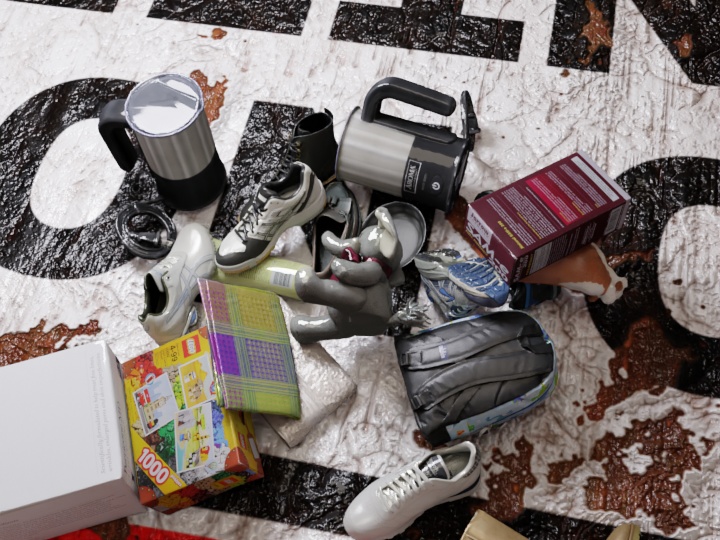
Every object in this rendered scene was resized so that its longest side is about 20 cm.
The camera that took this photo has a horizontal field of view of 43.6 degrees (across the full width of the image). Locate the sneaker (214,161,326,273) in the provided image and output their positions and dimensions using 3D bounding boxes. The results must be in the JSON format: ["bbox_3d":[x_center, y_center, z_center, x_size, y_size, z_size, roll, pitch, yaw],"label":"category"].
[{"bbox_3d":[-0.144,-0.084,1.321,0.199,0.088,0.075,-42,52,-12],"label":"sneaker"}]

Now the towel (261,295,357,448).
[{"bbox_3d":[-0.111,0.136,1.271,0.132,0.035,0.200,-39,64,-16],"label":"towel"}]

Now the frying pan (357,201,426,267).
[{"bbox_3d":[0.039,-0.013,1.338,0.113,0.031,0.194,3,68,29],"label":"frying pan"}]

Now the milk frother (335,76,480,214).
[{"bbox_3d":[0.083,-0.204,1.398,0.184,0.200,0.185,18,104,10],"label":"milk frother"}]

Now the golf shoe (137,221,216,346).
[{"bbox_3d":[-0.268,0.008,1.306,0.077,0.097,0.204,-7,60,26],"label":"golf shoe"}]

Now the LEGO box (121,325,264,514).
[{"bbox_3d":[-0.226,0.198,1.199,0.146,0.077,0.203,-23,60,9],"label":"LEGO box"}]

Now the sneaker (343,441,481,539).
[{"bbox_3d":[0.065,0.276,1.150,0.197,0.081,0.077,-27,63,-9],"label":"sneaker"}]

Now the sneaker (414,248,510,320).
[{"bbox_3d":[0.147,0.028,1.246,0.075,0.087,0.199,-15,18,-20],"label":"sneaker"}]

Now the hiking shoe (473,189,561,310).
[{"bbox_3d":[0.211,-0.033,1.317,0.085,0.075,0.202,-24,61,-13],"label":"hiking shoe"}]

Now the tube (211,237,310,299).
[{"bbox_3d":[-0.166,-0.002,1.351,0.196,0.053,0.058,12,21,19],"label":"tube"}]

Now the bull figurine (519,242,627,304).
[{"bbox_3d":[0.279,-0.022,1.248,0.195,0.065,0.124,7,65,-2],"label":"bull figurine"}]

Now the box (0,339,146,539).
[{"bbox_3d":[-0.400,0.229,1.185,0.195,0.132,0.202,-14,60,-4],"label":"box"}]

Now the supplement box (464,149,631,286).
[{"bbox_3d":[0.248,-0.073,1.198,0.197,0.062,0.109,-25,56,-20],"label":"supplement box"}]

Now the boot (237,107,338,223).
[{"bbox_3d":[-0.115,-0.155,1.379,0.199,0.139,0.077,-41,64,-17],"label":"boot"}]

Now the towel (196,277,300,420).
[{"bbox_3d":[-0.149,0.103,1.214,0.023,0.142,0.203,-38,54,33],"label":"towel"}]

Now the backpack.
[{"bbox_3d":[0.165,0.134,1.199,0.197,0.154,0.166,-29,54,12],"label":"backpack"}]

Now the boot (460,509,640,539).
[{"bbox_3d":[0.225,0.349,1.104,0.197,0.067,0.177,24,64,19],"label":"boot"}]

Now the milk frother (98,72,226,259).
[{"bbox_3d":[-0.300,-0.151,1.354,0.176,0.189,0.204,-10,60,-1],"label":"milk frother"}]

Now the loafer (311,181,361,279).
[{"bbox_3d":[-0.040,-0.057,1.351,0.070,0.063,0.204,-9,56,18],"label":"loafer"}]

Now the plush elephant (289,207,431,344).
[{"bbox_3d":[0.000,0.000,1.233,0.195,0.166,0.158,1,59,2],"label":"plush elephant"}]
